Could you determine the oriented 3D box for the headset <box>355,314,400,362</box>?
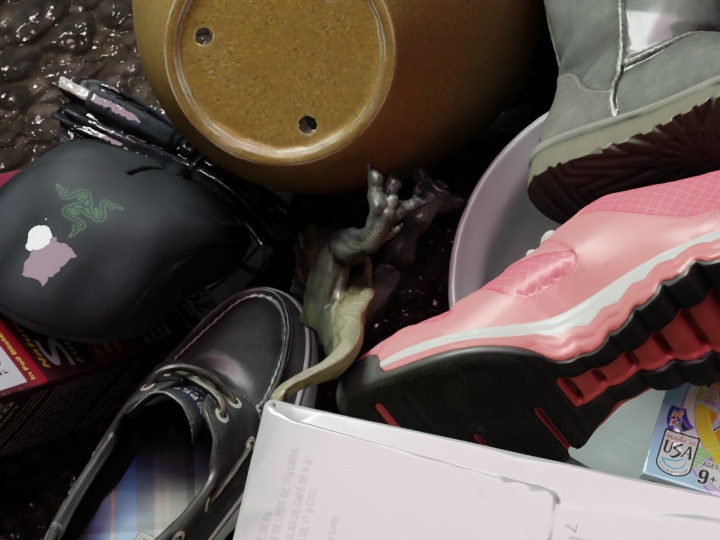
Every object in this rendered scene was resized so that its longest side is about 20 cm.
[{"bbox_3d":[-0.037,0.099,1.299,0.200,0.094,0.124,-43,61,-2],"label":"headset"}]

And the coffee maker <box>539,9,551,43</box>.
[{"bbox_3d":[0.153,-0.153,1.349,0.200,0.192,0.135,29,47,20],"label":"coffee maker"}]

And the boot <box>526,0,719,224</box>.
[{"bbox_3d":[0.142,-0.127,1.205,0.182,0.073,0.200,-11,51,27],"label":"boot"}]

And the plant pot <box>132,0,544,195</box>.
[{"bbox_3d":[-0.018,-0.107,1.231,0.186,0.200,0.187,1,103,5],"label":"plant pot"}]

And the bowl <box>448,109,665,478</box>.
[{"bbox_3d":[0.136,0.024,1.240,0.201,0.090,0.201,0,65,-1],"label":"bowl"}]

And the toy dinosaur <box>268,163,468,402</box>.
[{"bbox_3d":[0.000,0.000,1.190,0.047,0.200,0.088,33,101,-5],"label":"toy dinosaur"}]

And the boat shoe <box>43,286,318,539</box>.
[{"bbox_3d":[-0.079,0.074,1.219,0.070,0.066,0.200,24,58,19],"label":"boat shoe"}]

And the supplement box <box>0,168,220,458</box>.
[{"bbox_3d":[-0.152,0.017,1.269,0.109,0.200,0.061,49,116,11],"label":"supplement box"}]

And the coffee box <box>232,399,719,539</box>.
[{"bbox_3d":[0.054,0.184,1.124,0.200,0.198,0.200,11,76,14],"label":"coffee box"}]

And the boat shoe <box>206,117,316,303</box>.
[{"bbox_3d":[-0.060,-0.069,1.394,0.073,0.067,0.200,17,62,17],"label":"boat shoe"}]

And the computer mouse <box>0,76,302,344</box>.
[{"bbox_3d":[-0.101,-0.031,1.259,0.138,0.053,0.200,31,26,8],"label":"computer mouse"}]

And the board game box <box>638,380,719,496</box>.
[{"bbox_3d":[0.222,0.057,1.157,0.200,0.034,0.135,16,65,7],"label":"board game box"}]

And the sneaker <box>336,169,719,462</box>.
[{"bbox_3d":[0.086,0.018,1.155,0.200,0.074,0.087,-21,37,18],"label":"sneaker"}]
